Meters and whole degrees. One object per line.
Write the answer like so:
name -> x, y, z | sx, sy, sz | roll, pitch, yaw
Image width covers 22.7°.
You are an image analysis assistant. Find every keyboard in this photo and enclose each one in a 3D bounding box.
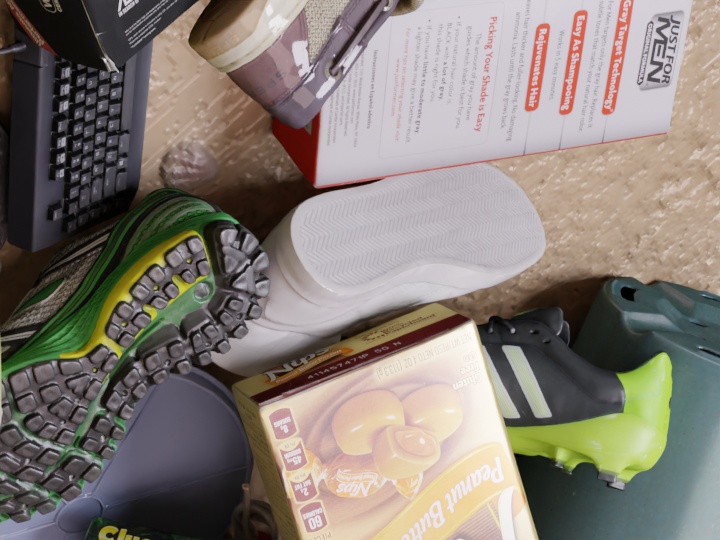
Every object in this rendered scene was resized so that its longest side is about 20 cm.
keyboard -> -0.134, -0.098, 0.779 | 0.127, 0.021, 0.201 | -24, 133, -42

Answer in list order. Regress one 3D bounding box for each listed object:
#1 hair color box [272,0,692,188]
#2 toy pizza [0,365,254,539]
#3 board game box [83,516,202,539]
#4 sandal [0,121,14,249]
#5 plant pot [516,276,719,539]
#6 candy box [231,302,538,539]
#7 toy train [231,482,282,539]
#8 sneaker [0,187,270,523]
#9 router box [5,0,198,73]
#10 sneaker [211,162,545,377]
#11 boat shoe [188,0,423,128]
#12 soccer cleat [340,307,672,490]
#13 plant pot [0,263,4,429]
hair color box -> 0.061, -0.110, 0.877 | 0.199, 0.061, 0.102 | -9, 125, -22
toy pizza -> -0.150, 0.117, 0.932 | 0.199, 0.032, 0.201 | -17, 134, -19
board game box -> -0.092, 0.207, 0.966 | 0.104, 0.024, 0.201 | 13, 138, 7
sandal -> -0.214, 0.015, 0.821 | 0.075, 0.048, 0.201 | 24, 108, -38
plant pot -> 0.173, 0.121, 1.022 | 0.199, 0.200, 0.197 | 8, 109, -32
candy box -> 0.024, 0.131, 0.883 | 0.115, 0.055, 0.201 | -21, 104, -14
toy train -> -0.011, 0.162, 1.002 | 0.115, 0.085, 0.201 | -26, 140, -25
sneaker -> -0.135, 0.041, 0.834 | 0.200, 0.085, 0.078 | -38, 126, -8
router box -> -0.071, -0.197, 0.693 | 0.200, 0.062, 0.150 | -45, 141, -26
sneaker -> 0.000, 0.000, 0.923 | 0.199, 0.074, 0.115 | -9, 160, -47
boat shoe -> 0.002, -0.136, 0.770 | 0.065, 0.072, 0.200 | 53, 50, -21
soccer cleat -> 0.067, 0.054, 0.948 | 0.068, 0.199, 0.082 | 48, 57, -72
plant pot -> -0.251, 0.043, 0.697 | 0.181, 0.200, 0.200 | 26, 109, -24
